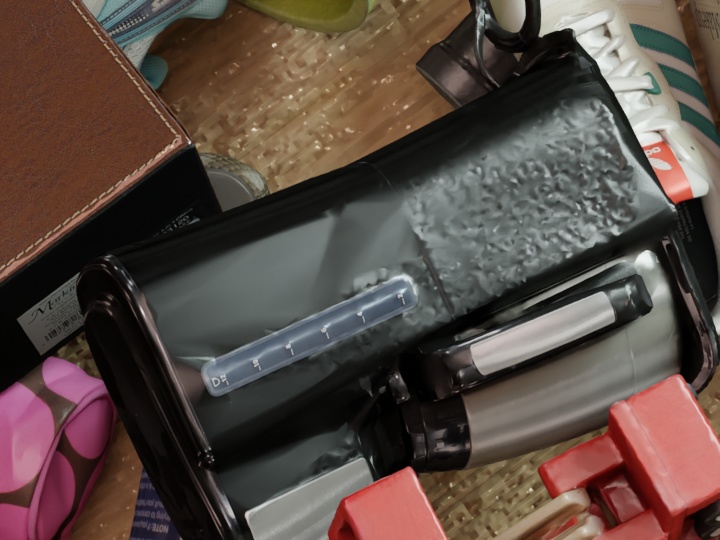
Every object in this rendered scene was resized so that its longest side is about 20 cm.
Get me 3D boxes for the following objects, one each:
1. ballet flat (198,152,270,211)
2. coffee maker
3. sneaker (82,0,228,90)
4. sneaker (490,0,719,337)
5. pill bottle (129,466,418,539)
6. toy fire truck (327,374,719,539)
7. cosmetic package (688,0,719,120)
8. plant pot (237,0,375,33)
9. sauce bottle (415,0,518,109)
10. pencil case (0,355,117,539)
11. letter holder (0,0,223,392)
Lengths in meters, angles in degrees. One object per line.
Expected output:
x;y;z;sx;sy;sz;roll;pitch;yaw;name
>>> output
-0.132;-0.009;1.126;0.200;0.046;0.067;-17;109;13;ballet flat
0.000;0.000;0.958;0.200;0.135;0.192;-23;67;-16;coffee maker
-0.131;-0.079;1.106;0.200;0.086;0.078;-42;31;29;sneaker
0.108;-0.061;1.024;0.070;0.093;0.200;-22;104;3;sneaker
-0.035;0.098;1.050;0.111;0.111;0.200;9;82;12;pill bottle
0.066;0.097;0.925;0.141;0.200;0.049;-27;71;-5;toy fire truck
0.174;-0.121;1.014;0.087;0.103;0.200;-17;97;-2;cosmetic package
-0.025;-0.231;1.077;0.200;0.200;0.184;33;76;14;plant pot
0.106;-0.143;1.087;0.066;0.066;0.200;42;91;14;sauce bottle
-0.207;0.059;1.099;0.200;0.094;0.091;22;52;11;pencil case
-0.178;-0.026;1.022;0.200;0.101;0.142;-37;73;-7;letter holder
